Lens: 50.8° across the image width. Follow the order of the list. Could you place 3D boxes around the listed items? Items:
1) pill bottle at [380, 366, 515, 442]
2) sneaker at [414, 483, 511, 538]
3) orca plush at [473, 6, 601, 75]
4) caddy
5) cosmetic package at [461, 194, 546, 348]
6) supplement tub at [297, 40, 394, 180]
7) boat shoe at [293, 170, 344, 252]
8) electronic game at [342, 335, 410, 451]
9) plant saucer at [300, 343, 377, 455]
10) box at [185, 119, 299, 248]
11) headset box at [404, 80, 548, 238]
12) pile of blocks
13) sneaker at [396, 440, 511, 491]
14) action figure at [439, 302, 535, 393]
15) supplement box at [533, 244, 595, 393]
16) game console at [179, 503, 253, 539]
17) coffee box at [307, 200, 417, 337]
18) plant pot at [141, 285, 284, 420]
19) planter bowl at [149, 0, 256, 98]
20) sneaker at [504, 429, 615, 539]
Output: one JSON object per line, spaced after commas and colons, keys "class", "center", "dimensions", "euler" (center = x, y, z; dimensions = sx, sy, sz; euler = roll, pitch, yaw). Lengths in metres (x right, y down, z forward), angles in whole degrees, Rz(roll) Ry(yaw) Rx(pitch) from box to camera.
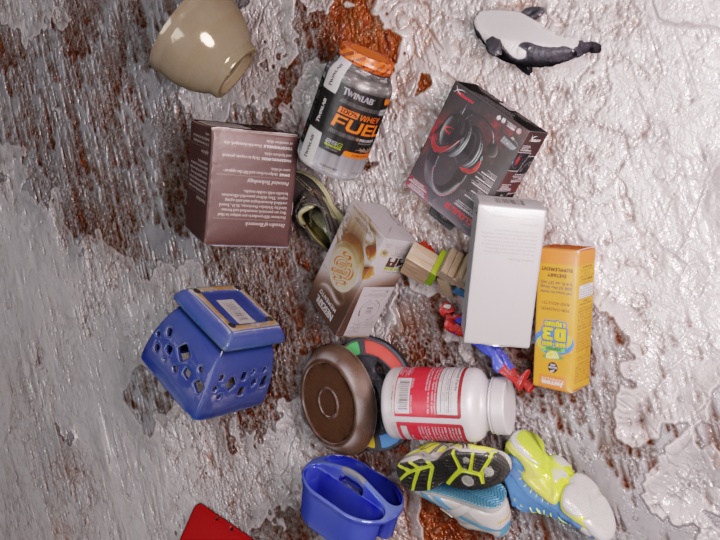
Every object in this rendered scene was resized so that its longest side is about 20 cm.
{"class": "pill bottle", "center": [0.139, 0.210, 1.191], "dimensions": [0.195, 0.112, 0.116], "euler": [-3, 95, 24]}
{"class": "sneaker", "center": [0.156, 0.371, 1.233], "dimensions": [0.197, 0.076, 0.082], "euler": [12, 128, 47]}
{"class": "orca plush", "center": [0.250, -0.320, 1.094], "dimensions": [0.196, 0.072, 0.107], "euler": [15, 61, 31]}
{"class": "caddy", "center": [-0.017, 0.399, 1.332], "dimensions": [0.197, 0.140, 0.108], "euler": [24, 115, 33]}
{"class": "cosmetic package", "center": [0.203, 0.001, 1.089], "dimensions": [0.099, 0.074, 0.206], "euler": [6, 106, 3]}
{"class": "supplement tub", "center": [-0.022, -0.265, 1.262], "dimensions": [0.122, 0.121, 0.204], "euler": [35, 116, 29]}
{"class": "boat shoe", "center": [-0.086, -0.107, 1.367], "dimensions": [0.202, 0.065, 0.072], "euler": [50, 125, 23]}
{"class": "electronic game", "center": [0.020, 0.218, 1.341], "dimensions": [0.196, 0.041, 0.206], "euler": [6, 99, 38]}
{"class": "plant saucer", "center": [-0.049, 0.235, 1.365], "dimensions": [0.197, 0.032, 0.206], "euler": [11, 105, 46]}
{"class": "box", "center": [-0.218, -0.159, 1.373], "dimensions": [0.165, 0.160, 0.206], "euler": [30, 117, 60]}
{"class": "headset box", "center": [0.168, -0.159, 1.154], "dimensions": [0.148, 0.074, 0.203], "euler": [41, 118, 26]}
{"class": "pile of blocks", "center": [0.159, 0.000, 1.203], "dimensions": [0.196, 0.083, 0.063], "euler": [19, 64, 26]}
{"class": "sneaker", "center": [0.148, 0.294, 1.191], "dimensions": [0.196, 0.076, 0.077], "euler": [-11, 111, 36]}
{"class": "action figure", "center": [0.192, 0.110, 1.174], "dimensions": [0.199, 0.065, 0.053], "euler": [38, 106, 38]}
{"class": "supplement box", "center": [0.293, 0.068, 1.091], "dimensions": [0.065, 0.068, 0.206], "euler": [5, 101, 37]}
{"class": "game console", "center": [-0.310, 0.646, 1.672], "dimensions": [0.197, 0.119, 0.175], "euler": [19, 138, 35]}
{"class": "coffee box", "center": [0.000, 0.000, 1.293], "dimensions": [0.115, 0.078, 0.203], "euler": [49, 123, 40]}
{"class": "plant pot", "center": [-0.276, 0.145, 1.474], "dimensions": [0.199, 0.198, 0.183], "euler": [39, 111, 28]}
{"class": "planter bowl", "center": [-0.280, -0.414, 1.422], "dimensions": [0.134, 0.201, 0.200], "euler": [41, 123, -5]}
{"class": "sneaker", "center": [0.287, 0.338, 1.136], "dimensions": [0.200, 0.074, 0.107], "euler": [48, 134, 32]}
